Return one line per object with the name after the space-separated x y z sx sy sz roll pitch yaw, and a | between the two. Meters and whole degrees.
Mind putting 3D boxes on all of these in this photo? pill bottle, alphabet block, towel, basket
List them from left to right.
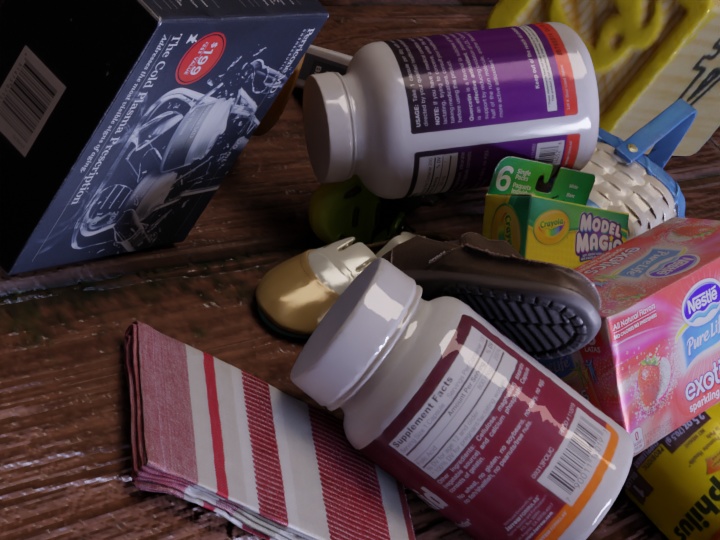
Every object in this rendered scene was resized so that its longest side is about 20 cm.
-0.054 0.115 1.240 0.199 0.023 0.144 28 26 -24 | towel
0.063 -0.113 1.469 0.198 0.113 0.113 -7 43 -14 | pill bottle
0.062 0.090 1.283 0.200 0.114 0.114 38 26 -7 | pill bottle
0.182 -0.040 1.605 0.139 0.177 0.200 40 36 18 | basket
0.281 -0.245 2.032 0.199 0.197 0.196 0 44 -51 | alphabet block
0.278 0.176 1.455 0.200 0.109 0.109 47 28 18 | pill bottle

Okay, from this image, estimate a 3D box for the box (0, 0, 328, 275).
-0.148 -0.113 1.282 0.104 0.200 0.182 45 28 18 | box

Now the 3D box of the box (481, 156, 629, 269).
0.133 0.025 1.438 0.048 0.202 0.117 1 -4 44 | box

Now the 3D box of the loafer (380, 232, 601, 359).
0.080 0.004 1.331 0.199 0.071 0.073 9 -35 45 | loafer

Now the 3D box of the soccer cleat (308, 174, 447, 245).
0.001 -0.063 1.566 0.083 0.065 0.200 15 23 23 | soccer cleat

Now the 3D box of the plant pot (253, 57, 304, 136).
-0.142 -0.211 1.483 0.182 0.201 0.201 9 35 -17 | plant pot

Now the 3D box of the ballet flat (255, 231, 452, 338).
0.000 0.000 1.441 0.069 0.063 0.200 47 28 19 | ballet flat

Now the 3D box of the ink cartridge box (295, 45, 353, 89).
0.076 -0.128 1.669 0.197 0.044 0.199 12 6 -42 | ink cartridge box

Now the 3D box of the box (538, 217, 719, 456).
0.199 0.041 1.407 0.094 0.103 0.199 5 21 45 | box
